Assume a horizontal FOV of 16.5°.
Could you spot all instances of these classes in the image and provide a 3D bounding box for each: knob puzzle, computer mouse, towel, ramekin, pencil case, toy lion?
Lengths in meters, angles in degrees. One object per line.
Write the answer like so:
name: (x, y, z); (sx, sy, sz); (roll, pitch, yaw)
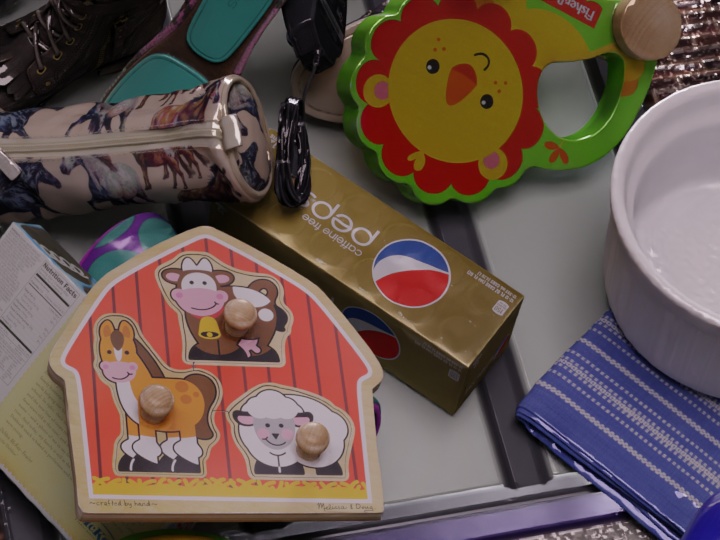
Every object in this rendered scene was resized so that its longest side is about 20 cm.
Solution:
knob puzzle: (-0.081, 0.051, 1.426); (0.218, 0.031, 0.221); (8, 52, -10)
computer mouse: (-0.040, -0.126, 1.575); (0.034, 0.059, 0.201); (-4, 54, 18)
towel: (0.209, 0.073, 1.572); (0.145, 0.024, 0.200); (38, 59, 17)
ramekin: (0.248, -0.013, 1.564); (0.199, 0.098, 0.201); (3, 54, -5)
pencil case: (-0.149, -0.073, 1.530); (0.199, 0.089, 0.078); (-5, 93, 22)
toy lion: (0.089, -0.126, 1.621); (0.199, 0.069, 0.193); (24, 86, -22)
pencil case: (-0.086, 0.056, 1.501); (0.200, 0.085, 0.093); (41, 93, 18)

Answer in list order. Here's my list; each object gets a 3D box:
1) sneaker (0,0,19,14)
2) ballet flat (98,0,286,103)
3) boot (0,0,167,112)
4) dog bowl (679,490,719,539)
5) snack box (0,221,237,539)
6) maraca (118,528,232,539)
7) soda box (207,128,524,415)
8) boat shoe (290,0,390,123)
sneaker: (-0.214, -0.239, 1.675); (0.199, 0.075, 0.087); (-20, 58, -19)
ballet flat: (-0.105, -0.140, 1.603); (0.069, 0.200, 0.071); (35, 16, -5)
boot: (-0.186, -0.167, 1.567); (0.199, 0.174, 0.069); (-28, 82, -23)
dog bowl: (0.260, 0.210, 1.386); (0.199, 0.200, 0.079); (28, 55, 10)
snack box: (-0.168, 0.079, 1.468); (0.200, 0.037, 0.116); (44, 103, 18)
maraca: (-0.075, 0.222, 1.388); (0.199, 0.107, 0.138); (24, 67, 6)
soda box: (0.000, 0.000, 1.560); (0.200, 0.064, 0.068); (33, 60, 13)
boat shoe: (0.039, -0.154, 1.676); (0.199, 0.073, 0.063); (-23, 21, -14)
